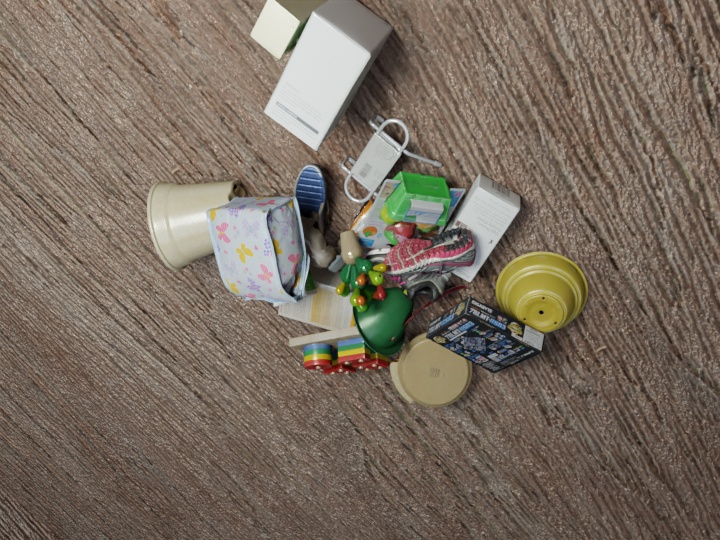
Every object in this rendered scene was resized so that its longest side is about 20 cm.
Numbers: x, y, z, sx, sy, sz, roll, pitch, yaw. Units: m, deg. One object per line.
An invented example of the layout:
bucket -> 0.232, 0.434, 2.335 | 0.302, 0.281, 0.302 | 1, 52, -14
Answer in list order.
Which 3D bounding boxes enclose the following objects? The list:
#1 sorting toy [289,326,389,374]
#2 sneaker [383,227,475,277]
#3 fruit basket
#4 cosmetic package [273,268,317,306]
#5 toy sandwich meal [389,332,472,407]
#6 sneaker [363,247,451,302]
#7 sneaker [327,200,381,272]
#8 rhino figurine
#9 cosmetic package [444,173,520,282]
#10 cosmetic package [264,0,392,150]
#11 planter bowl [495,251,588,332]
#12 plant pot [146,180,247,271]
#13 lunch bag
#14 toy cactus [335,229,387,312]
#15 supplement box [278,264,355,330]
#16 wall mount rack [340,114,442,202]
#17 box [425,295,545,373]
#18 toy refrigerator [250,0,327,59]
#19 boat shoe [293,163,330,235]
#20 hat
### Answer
sorting toy -> -0.040, 0.200, 1.448 | 0.194, 0.072, 0.199 | -12, 159, 23
sneaker -> 0.138, -0.019, 1.232 | 0.194, 0.082, 0.076 | -12, 133, 17
fruit basket -> 0.100, -0.101, 1.246 | 0.180, 0.095, 0.202 | 5, 135, -21
cosmetic package -> -0.172, -0.032, 1.338 | 0.083, 0.108, 0.206 | -17, 89, 10
toy sandwich meal -> 0.175, 0.240, 1.477 | 0.198, 0.070, 0.212 | 1, 101, 4
sneaker -> 0.096, 0.015, 1.304 | 0.194, 0.090, 0.074 | 16, 160, -5
sneaker -> 0.000, -0.054, 1.349 | 0.091, 0.076, 0.201 | 32, 126, -11
rhino figurine -> -0.121, -0.086, 1.266 | 0.200, 0.088, 0.059 | 45, 130, -14
cosmetic package -> 0.237, -0.085, 1.256 | 0.100, 0.075, 0.203 | 27, 124, -1
cosmetic package -> -0.055, -0.364, 1.093 | 0.121, 0.201, 0.201 | 34, 124, -7
planter bowl -> 0.387, 0.069, 1.300 | 0.194, 0.084, 0.205 | 8, 123, 12
plant pot -> -0.346, -0.116, 1.358 | 0.178, 0.202, 0.205 | -10, 119, 8
lunch bag -> -0.196, -0.038, 1.205 | 0.166, 0.127, 0.206 | 3, 112, 33
toy cactus -> 0.000, 0.000, 1.254 | 0.099, 0.200, 0.170 | -13, 87, -15
supplement box -> -0.092, 0.063, 1.446 | 0.194, 0.074, 0.129 | 16, 125, 6
wall mount rack -> 0.060, -0.213, 1.235 | 0.172, 0.075, 0.201 | 37, 124, -4
box -> 0.271, 0.147, 1.343 | 0.195, 0.051, 0.200 | 28, 151, -8
toy refrigerator -> -0.114, -0.442, 1.062 | 0.069, 0.202, 0.076 | 35, 124, -9
boat shoe -> -0.102, -0.149, 1.318 | 0.070, 0.073, 0.204 | 14, 130, 10
hat -> 0.101, 0.068, 1.333 | 0.175, 0.201, 0.167 | -33, 102, 37
